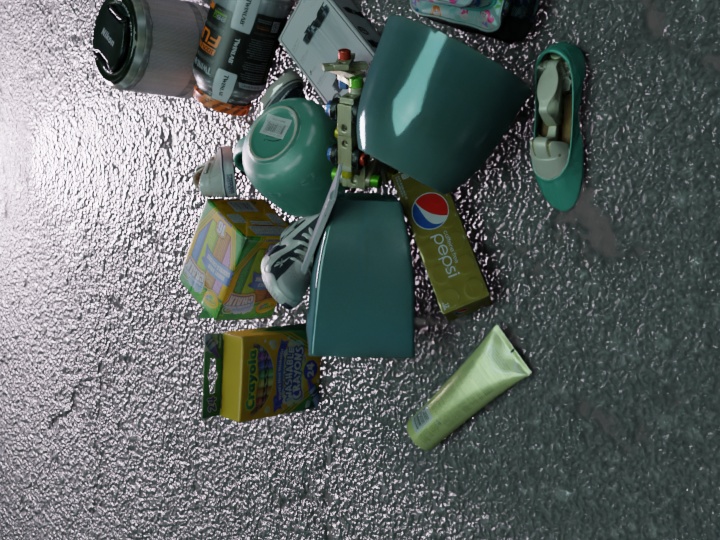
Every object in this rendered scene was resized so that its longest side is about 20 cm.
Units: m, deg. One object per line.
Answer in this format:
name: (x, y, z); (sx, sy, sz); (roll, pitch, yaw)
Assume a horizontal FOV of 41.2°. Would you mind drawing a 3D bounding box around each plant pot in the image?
plant pot: (0.000, 0.000, 1.289); (0.141, 0.139, 0.204); (-115, 27, -78)
plant pot: (0.085, -0.193, 1.179); (0.200, 0.200, 0.163); (33, 97, 38)

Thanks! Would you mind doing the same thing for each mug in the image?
mug: (-0.108, -0.163, 1.386); (0.183, 0.114, 0.154); (-28, 55, 18)

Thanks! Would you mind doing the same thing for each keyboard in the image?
keyboard: (-0.051, -0.064, 1.263); (0.201, 0.011, 0.057); (118, 170, -58)

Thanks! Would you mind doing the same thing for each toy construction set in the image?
toy construction set: (-0.002, -0.197, 1.298); (0.091, 0.131, 0.203); (-2, 114, 29)

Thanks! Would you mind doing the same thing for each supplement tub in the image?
supplement tub: (-0.194, -0.358, 1.523); (0.122, 0.121, 0.202); (38, 116, 36)

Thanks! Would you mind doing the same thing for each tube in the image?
tube: (0.141, 0.164, 1.276); (0.200, 0.058, 0.052); (-49, 18, 30)

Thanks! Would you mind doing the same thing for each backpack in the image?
backpack: (0.146, -0.403, 1.182); (0.177, 0.149, 0.203); (28, 106, 41)

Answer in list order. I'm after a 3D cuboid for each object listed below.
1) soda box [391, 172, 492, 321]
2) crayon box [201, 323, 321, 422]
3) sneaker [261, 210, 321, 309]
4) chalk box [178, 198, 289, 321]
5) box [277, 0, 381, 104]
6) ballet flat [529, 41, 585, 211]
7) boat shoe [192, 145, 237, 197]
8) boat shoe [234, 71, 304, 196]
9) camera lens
soda box: (0.109, -0.040, 1.266); (0.067, 0.064, 0.203); (-21, 75, 7)
crayon box: (-0.144, 0.153, 1.442); (0.051, 0.198, 0.128); (8, 98, 43)
sneaker: (-0.066, -0.035, 1.394); (0.129, 0.200, 0.080); (-37, 102, 26)
chalk box: (-0.201, 0.001, 1.546); (0.124, 0.123, 0.202); (41, 120, 35)
box: (-0.030, -0.320, 1.408); (0.201, 0.060, 0.117); (54, 125, 28)
ballet flat: (0.230, -0.173, 1.154); (0.067, 0.070, 0.204); (6, 96, 43)
boat shoe: (-0.237, -0.155, 1.546); (0.200, 0.069, 0.072); (-116, 20, -69)
boat shoe: (-0.123, -0.207, 1.505); (0.093, 0.074, 0.201); (51, 132, 22)
camera lens: (-0.333, -0.375, 1.599); (0.159, 0.198, 0.163); (2, 92, 47)
